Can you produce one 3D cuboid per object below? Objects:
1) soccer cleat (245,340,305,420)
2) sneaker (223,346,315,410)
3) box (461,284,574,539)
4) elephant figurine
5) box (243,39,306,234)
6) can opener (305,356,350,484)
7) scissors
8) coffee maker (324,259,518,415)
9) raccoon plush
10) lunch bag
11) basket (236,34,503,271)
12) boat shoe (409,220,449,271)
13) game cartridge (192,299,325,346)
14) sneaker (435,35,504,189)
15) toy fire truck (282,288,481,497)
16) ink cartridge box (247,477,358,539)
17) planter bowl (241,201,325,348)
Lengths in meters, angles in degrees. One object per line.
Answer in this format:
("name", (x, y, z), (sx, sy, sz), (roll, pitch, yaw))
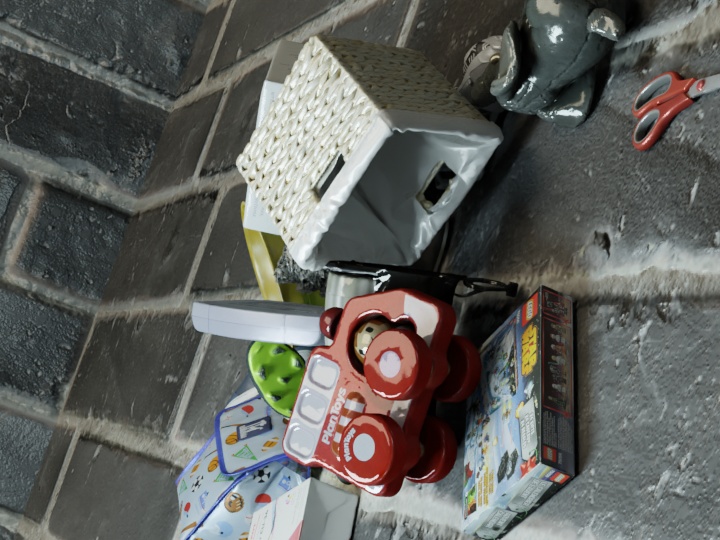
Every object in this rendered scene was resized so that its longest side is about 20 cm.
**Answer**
("soccer cleat", (-0.078, 0.142, 1.862), (0.068, 0.200, 0.081), (-51, 37, -13))
("sneaker", (-0.117, 0.114, 2.160), (0.202, 0.077, 0.147), (-40, 43, 37))
("box", (0.146, 0.132, 1.494), (0.137, 0.040, 0.201), (-50, 25, 45))
("elephant figurine", (0.186, -0.210, 1.651), (0.155, 0.141, 0.201), (-32, -27, -59))
("box", (-0.025, -0.146, 1.930), (0.131, 0.198, 0.200), (-81, 2, -61))
("can opener", (-0.021, 0.166, 1.787), (0.201, 0.053, 0.067), (83, 161, -53))
("scissors", (0.299, -0.168, 1.440), (0.200, 0.014, 0.074), (-37, 34, 59))
("coffee maker", (0.042, 0.099, 1.640), (0.191, 0.134, 0.202), (9, 94, 32))
("raccoon plush", (0.000, 0.000, 1.799), (0.199, 0.133, 0.098), (2, 75, 48))
("lunch bag", (-0.142, 0.260, 2.029), (0.200, 0.123, 0.170), (-49, 22, 15))
("basket", (0.004, -0.125, 1.724), (0.161, 0.199, 0.199), (50, 121, 27))
("boat shoe", (0.040, 0.020, 1.883), (0.201, 0.057, 0.067), (-64, 19, 12))
("game cartridge", (-0.086, 0.057, 1.785), (0.199, 0.133, 0.041), (5, 90, 41))
("sneaker", (0.132, -0.173, 1.822), (0.200, 0.075, 0.116), (132, 153, -57))
("toy fire truck", (0.011, 0.111, 1.546), (0.167, 0.112, 0.202), (22, 99, 36))
("ink cartridge box", (-0.083, 0.328, 1.866), (0.200, 0.067, 0.117), (-41, 32, 54))
("planter bowl", (-0.081, -0.002, 2.028), (0.200, 0.083, 0.202), (163, 90, -81))
